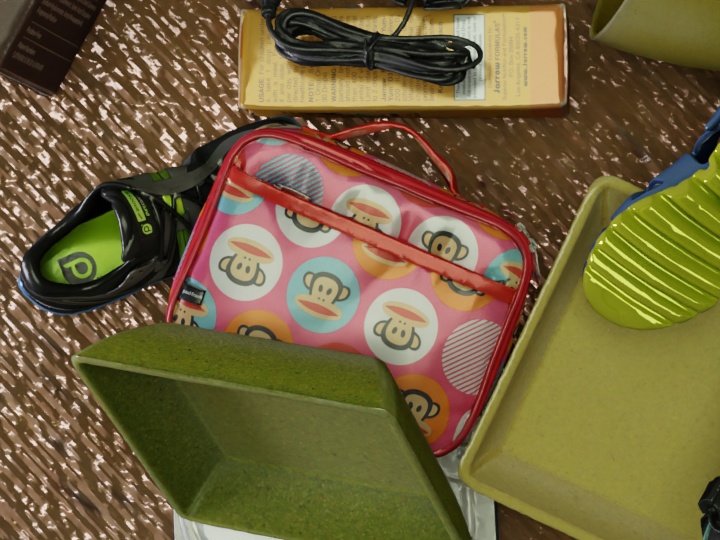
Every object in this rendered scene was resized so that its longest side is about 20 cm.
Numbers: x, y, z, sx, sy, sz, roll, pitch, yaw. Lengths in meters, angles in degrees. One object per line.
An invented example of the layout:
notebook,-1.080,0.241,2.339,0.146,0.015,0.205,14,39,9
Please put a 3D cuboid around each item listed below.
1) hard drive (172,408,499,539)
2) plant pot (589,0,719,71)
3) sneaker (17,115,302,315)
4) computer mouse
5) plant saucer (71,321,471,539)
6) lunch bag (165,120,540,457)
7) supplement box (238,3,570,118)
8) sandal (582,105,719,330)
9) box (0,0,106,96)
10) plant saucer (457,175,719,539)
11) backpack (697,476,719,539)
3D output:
hard drive,-0.016,0.121,1.743,0.199,0.038,0.141,-2,88,5
plant pot,0.240,-0.194,1.660,0.141,0.200,0.201,25,90,-4
sneaker,-0.118,-0.029,1.737,0.199,0.083,0.071,-26,85,4
computer mouse,0.015,-0.191,1.711,0.139,0.046,0.201,6,60,7
plant saucer,-0.039,0.093,1.625,0.199,0.200,0.048,9,62,23
lunch bag,0.000,0.000,1.680,0.199,0.082,0.177,22,95,1
supplement box,0.027,-0.126,1.735,0.199,0.067,0.069,-2,87,5
sandal,0.206,-0.046,1.629,0.079,0.087,0.200,44,108,-7
box,-0.222,-0.234,1.715,0.165,0.164,0.201,30,90,7
plant saucer,0.179,0.071,1.699,0.199,0.048,0.201,26,91,-12
backpack,0.314,0.137,1.602,0.199,0.153,0.177,14,72,37
